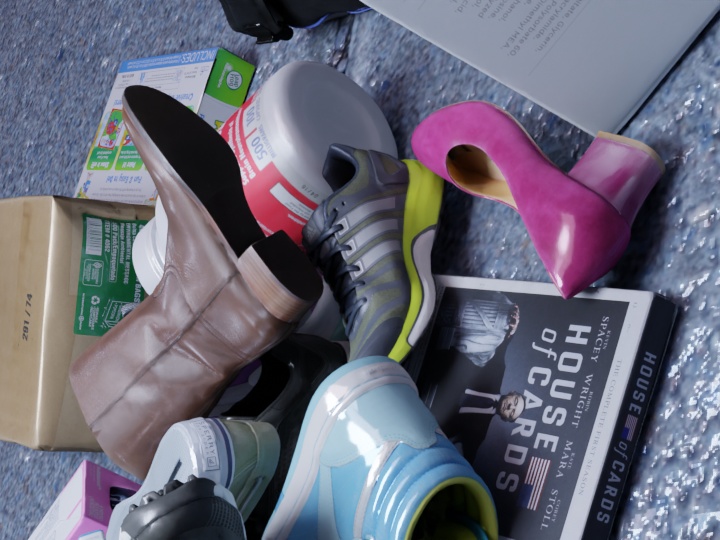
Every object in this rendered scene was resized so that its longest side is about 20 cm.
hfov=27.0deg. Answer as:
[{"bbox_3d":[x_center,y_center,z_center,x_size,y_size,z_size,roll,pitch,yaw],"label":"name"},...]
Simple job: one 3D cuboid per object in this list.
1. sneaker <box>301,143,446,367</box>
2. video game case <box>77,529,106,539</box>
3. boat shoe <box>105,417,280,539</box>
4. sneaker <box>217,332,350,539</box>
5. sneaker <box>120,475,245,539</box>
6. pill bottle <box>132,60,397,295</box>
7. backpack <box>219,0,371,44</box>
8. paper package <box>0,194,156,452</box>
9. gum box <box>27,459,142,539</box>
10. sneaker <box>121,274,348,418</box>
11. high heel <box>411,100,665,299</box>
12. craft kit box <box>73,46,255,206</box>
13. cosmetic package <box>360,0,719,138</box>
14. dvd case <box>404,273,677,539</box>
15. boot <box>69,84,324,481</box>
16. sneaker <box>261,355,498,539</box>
[{"bbox_3d":[0.000,0.000,0.924,0.201,0.080,0.074,-83,18,-46],"label":"sneaker"},{"bbox_3d":[-0.118,0.257,0.833,0.200,0.018,0.144,-129,26,-59],"label":"video game case"},{"bbox_3d":[-0.105,0.156,0.910,0.200,0.062,0.072,-55,44,47],"label":"boat shoe"},{"bbox_3d":[-0.060,0.128,0.955,0.066,0.090,0.201,-3,67,56],"label":"sneaker"},{"bbox_3d":[-0.079,0.185,0.816,0.091,0.066,0.201,55,161,30],"label":"sneaker"},{"bbox_3d":[-0.075,-0.050,1.072,0.200,0.112,0.113,-39,41,36],"label":"pill bottle"},{"bbox_3d":[-0.047,-0.288,1.118,0.199,0.190,0.155,-10,45,53],"label":"backpack"},{"bbox_3d":[-0.247,0.043,1.233,0.190,0.103,0.202,1,87,55],"label":"paper package"},{"bbox_3d":[-0.188,0.235,1.043,0.200,0.113,0.066,-53,24,19],"label":"gum box"},{"bbox_3d":[-0.109,0.063,1.021,0.201,0.139,0.078,-57,33,12],"label":"sneaker"},{"bbox_3d":[0.080,-0.039,0.873,0.199,0.067,0.096,19,66,46],"label":"high heel"},{"bbox_3d":[-0.188,-0.095,1.335,0.199,0.048,0.199,7,73,57],"label":"craft kit box"},{"bbox_3d":[0.095,-0.212,0.846,0.165,0.199,0.165,-50,35,22],"label":"cosmetic package"},{"bbox_3d":[0.081,0.079,0.843,0.199,0.025,0.151,4,73,57],"label":"dvd case"},{"bbox_3d":[-0.137,0.013,0.941,0.200,0.064,0.187,-46,72,32],"label":"boot"},{"bbox_3d":[0.010,0.162,0.822,0.131,0.079,0.201,47,138,41],"label":"sneaker"}]
